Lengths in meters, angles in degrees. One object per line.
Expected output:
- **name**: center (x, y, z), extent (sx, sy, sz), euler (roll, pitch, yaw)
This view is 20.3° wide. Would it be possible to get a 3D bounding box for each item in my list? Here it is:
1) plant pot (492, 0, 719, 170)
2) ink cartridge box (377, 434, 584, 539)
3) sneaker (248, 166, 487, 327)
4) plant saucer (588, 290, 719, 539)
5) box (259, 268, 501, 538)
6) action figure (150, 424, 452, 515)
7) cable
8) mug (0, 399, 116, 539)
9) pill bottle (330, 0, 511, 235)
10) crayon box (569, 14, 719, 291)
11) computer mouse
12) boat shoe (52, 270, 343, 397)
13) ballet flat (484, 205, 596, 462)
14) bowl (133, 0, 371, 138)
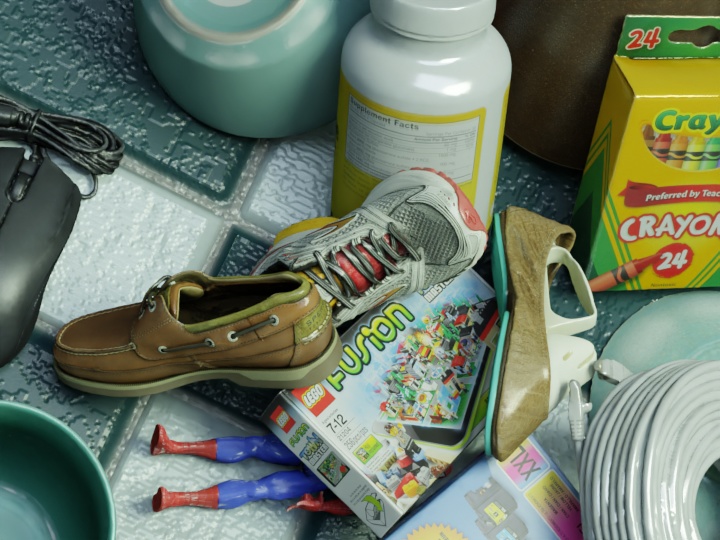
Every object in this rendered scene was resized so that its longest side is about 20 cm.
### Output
- **plant pot**: center (0.179, -0.199, 1.385), extent (0.185, 0.200, 0.189), euler (4, 63, -9)
- **ink cartridge box**: center (0.066, 0.216, 1.290), extent (0.199, 0.076, 0.137), euler (-38, 83, -21)
- **sneaker**: center (0.000, 0.000, 1.282), extent (0.078, 0.199, 0.082), euler (54, 43, -11)
- **plant saucer**: center (0.258, 0.104, 1.396), extent (0.199, 0.039, 0.203), euler (4, 70, -12)
- **box**: center (0.034, 0.074, 1.317), extent (0.110, 0.035, 0.200), euler (43, 47, 4)
- **action figure**: center (-0.035, 0.128, 1.312), extent (0.198, 0.052, 0.066), euler (1, 67, -16)
- **cable**: center (0.225, 0.155, 1.285), extent (0.199, 0.069, 0.202), euler (8, 73, -37)
- **mug**: center (-0.235, 0.178, 1.206), extent (0.151, 0.114, 0.186), euler (34, 67, 0)
- **pill bottle**: center (0.040, -0.104, 1.318), extent (0.111, 0.202, 0.113), euler (3, 37, -2)
- **crayon box**: center (0.220, -0.077, 1.366), extent (0.126, 0.201, 0.051), euler (-3, 40, -14)
- **computer mouse**: center (-0.240, -0.030, 1.313), extent (0.137, 0.053, 0.202), euler (17, 67, -8)
- **boat shoe**: center (-0.110, 0.031, 1.269), extent (0.198, 0.068, 0.072), euler (-5, 38, 19)
- **ballet flat**: center (0.119, 0.039, 1.318), extent (0.071, 0.068, 0.201), euler (3, 46, 3)
- **bowl**: center (-0.070, -0.197, 1.344), extent (0.199, 0.105, 0.203), euler (-1, 82, 10)
